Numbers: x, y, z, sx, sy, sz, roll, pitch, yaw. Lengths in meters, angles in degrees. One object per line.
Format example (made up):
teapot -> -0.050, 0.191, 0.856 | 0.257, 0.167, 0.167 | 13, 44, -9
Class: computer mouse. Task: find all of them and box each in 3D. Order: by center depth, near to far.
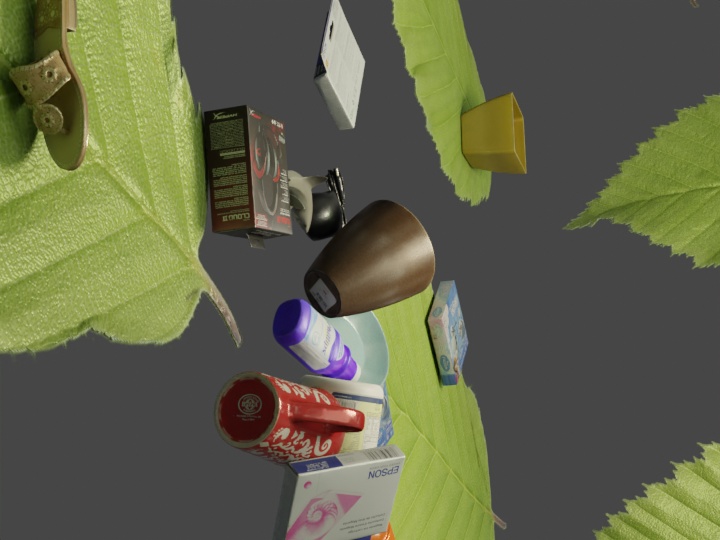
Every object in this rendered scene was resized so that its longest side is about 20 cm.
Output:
computer mouse -> -0.055, -0.113, 1.905 | 0.200, 0.052, 0.140 | -38, 121, -69

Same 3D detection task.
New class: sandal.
sandal -> -0.341, -0.211, 1.077 | 0.069, 0.077, 0.215 | 10, 68, -50

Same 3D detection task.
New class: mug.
mug -> -0.104, 0.209, 1.497 | 0.134, 0.177, 0.200 | 62, 13, 27

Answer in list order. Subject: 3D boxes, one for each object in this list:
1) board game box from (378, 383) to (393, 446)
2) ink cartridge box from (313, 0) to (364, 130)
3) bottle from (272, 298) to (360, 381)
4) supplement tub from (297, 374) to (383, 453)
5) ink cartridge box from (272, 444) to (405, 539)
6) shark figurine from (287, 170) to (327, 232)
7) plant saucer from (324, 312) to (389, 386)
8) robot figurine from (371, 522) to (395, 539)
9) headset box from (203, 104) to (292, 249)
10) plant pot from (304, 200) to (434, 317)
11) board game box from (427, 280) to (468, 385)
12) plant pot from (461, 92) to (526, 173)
board game box -> 0.007, 0.263, 1.995 | 0.200, 0.043, 0.202 | -36, 118, -69
ink cartridge box -> -0.049, -0.420, 2.033 | 0.201, 0.040, 0.201 | 63, 28, -48
bottle -> -0.069, 0.129, 1.712 | 0.200, 0.065, 0.084 | 47, 40, -41
supplement tub -> -0.043, 0.278, 1.654 | 0.145, 0.143, 0.203 | 24, 73, -69
ink cartridge box -> -0.037, 0.371, 1.553 | 0.194, 0.043, 0.202 | -4, 116, -34
shark figurine -> -0.100, -0.139, 1.698 | 0.214, 0.088, 0.130 | 18, 64, -81
plant saucer -> -0.026, 0.134, 1.875 | 0.200, 0.038, 0.203 | 31, 45, -36
robot figurine -> 0.005, 0.475, 1.746 | 0.143, 0.116, 0.202 | -29, 122, -21
headset box -> -0.167, -0.133, 1.539 | 0.148, 0.074, 0.203 | 10, 75, -72
plant pot -> 0.000, 0.000, 1.821 | 0.199, 0.186, 0.189 | -32, 118, -38
board game box -> 0.233, 0.163, 2.683 | 0.201, 0.043, 0.201 | -64, 143, -57
plant pot -> 0.420, -0.422, 3.237 | 0.200, 0.174, 0.203 | 39, 48, -65
